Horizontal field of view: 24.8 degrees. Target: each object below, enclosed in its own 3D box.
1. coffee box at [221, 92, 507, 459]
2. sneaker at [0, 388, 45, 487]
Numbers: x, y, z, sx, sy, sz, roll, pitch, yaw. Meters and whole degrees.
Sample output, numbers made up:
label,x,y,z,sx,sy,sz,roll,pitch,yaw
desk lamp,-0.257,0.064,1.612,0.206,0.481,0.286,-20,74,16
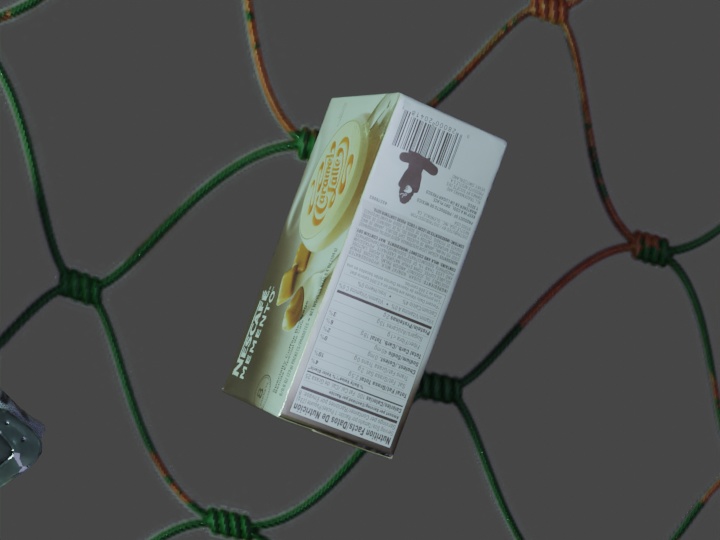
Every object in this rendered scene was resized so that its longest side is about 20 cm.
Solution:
label,x,y,z,sx,sy,sz,roll,pitch,yaw
coffee box,0.000,0.000,0.991,0.080,0.114,0.200,22,87,-21
sneaker,-0.227,0.053,0.932,0.114,0.075,0.200,22,91,-21
